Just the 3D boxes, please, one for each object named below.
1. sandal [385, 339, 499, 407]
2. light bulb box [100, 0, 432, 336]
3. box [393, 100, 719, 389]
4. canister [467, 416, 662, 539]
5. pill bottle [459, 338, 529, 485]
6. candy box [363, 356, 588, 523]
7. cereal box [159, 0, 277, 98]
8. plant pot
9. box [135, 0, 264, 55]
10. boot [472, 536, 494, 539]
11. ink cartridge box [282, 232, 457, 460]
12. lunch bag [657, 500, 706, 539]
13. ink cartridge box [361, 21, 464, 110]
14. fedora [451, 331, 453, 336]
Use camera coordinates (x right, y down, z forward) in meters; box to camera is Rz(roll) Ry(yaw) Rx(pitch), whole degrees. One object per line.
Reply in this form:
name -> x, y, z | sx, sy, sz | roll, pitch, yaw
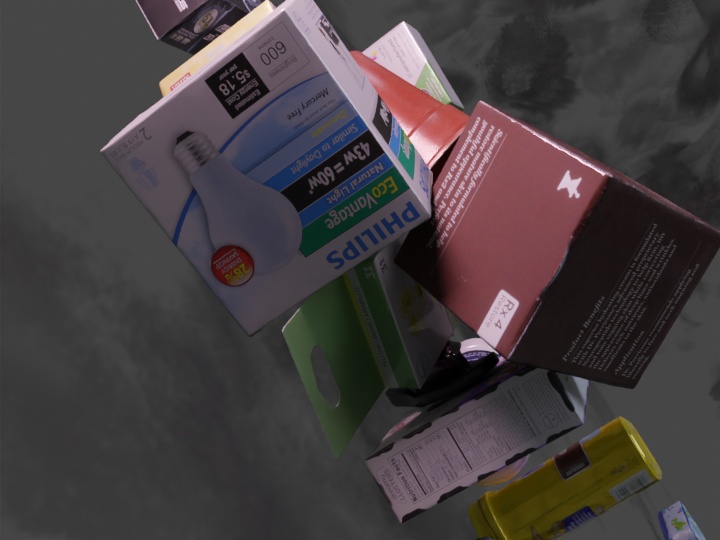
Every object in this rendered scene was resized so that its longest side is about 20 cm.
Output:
sandal -> 0.071, 0.103, 0.990 | 0.048, 0.075, 0.200 | 58, -26, -2
light bulb box -> -0.070, -0.090, 0.819 | 0.201, 0.197, 0.125 | 52, 18, -16
box -> 0.174, -0.018, 0.852 | 0.199, 0.167, 0.164 | 17, 17, -42
canister -> 0.234, 0.250, 1.096 | 0.087, 0.199, 0.148 | 60, 12, 20
pill bottle -> 0.145, 0.160, 1.176 | 0.112, 0.110, 0.200 | 53, 16, -15
candy box -> 0.118, 0.146, 0.947 | 0.072, 0.199, 0.168 | 58, 16, 2
cereal box -> -0.095, -0.179, 1.023 | 0.200, 0.143, 0.040 | 33, 28, -56
plant pot -> 0.028, -0.175, 1.286 | 0.195, 0.202, 0.201 | 39, 12, 10
box -> -0.195, -0.338, 1.129 | 0.165, 0.086, 0.200 | 61, 15, 8
boot -> 0.211, 0.333, 1.006 | 0.201, 0.131, 0.070 | 54, 16, -14
ink cartridge box -> 0.016, 0.051, 0.877 | 0.200, 0.047, 0.147 | -54, 132, -47
lunch bag -> 0.779, 0.655, 2.279 | 0.201, 0.082, 0.161 | 55, 16, -11
ink cartridge box -> 0.033, -0.252, 1.469 | 0.146, 0.199, 0.084 | 59, 18, 8
fedora -> 0.122, -0.005, 1.414 | 0.201, 0.081, 0.203 | -23, 90, -88
